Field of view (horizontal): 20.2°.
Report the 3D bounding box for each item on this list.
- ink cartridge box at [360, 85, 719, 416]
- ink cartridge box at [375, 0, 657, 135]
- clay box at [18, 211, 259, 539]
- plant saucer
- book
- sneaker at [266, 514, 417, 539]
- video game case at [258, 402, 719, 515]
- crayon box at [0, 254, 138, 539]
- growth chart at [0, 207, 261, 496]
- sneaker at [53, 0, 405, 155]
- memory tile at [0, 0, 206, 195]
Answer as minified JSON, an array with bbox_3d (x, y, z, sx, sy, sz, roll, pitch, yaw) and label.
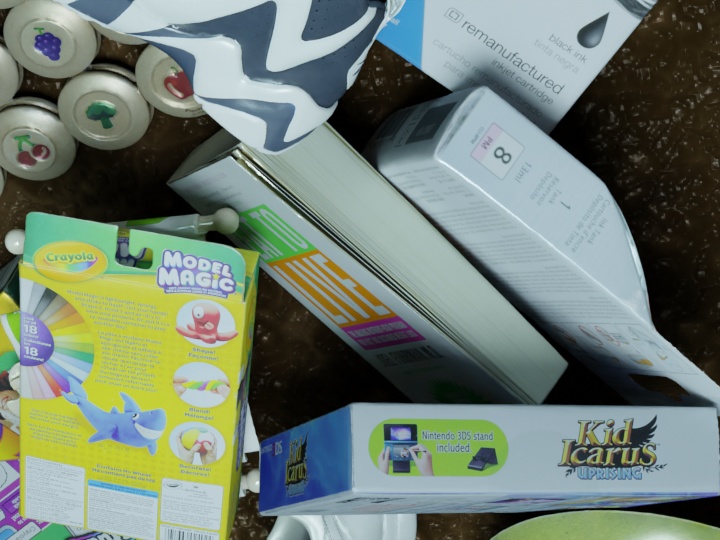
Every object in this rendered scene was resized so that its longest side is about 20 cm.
[{"bbox_3d":[0.099,-0.008,0.989,0.200,0.163,0.057,34,82,-11],"label":"ink cartridge box"},{"bbox_3d":[0.085,-0.182,0.931,0.146,0.086,0.200,33,122,-7],"label":"ink cartridge box"},{"bbox_3d":[-0.114,0.050,1.032,0.115,0.048,0.200,10,126,3],"label":"clay box"},{"bbox_3d":[0.160,0.194,1.114,0.200,0.031,0.200,11,147,7],"label":"plant saucer"},{"bbox_3d":[0.000,0.000,1.044,0.200,0.048,0.134,41,161,-12],"label":"book"},{"bbox_3d":[-0.027,0.194,1.162,0.099,0.075,0.200,-9,118,-29],"label":"sneaker"},{"bbox_3d":[0.057,0.097,1.014,0.181,0.200,0.046,2,80,-15],"label":"video game case"},{"bbox_3d":[-0.200,0.108,1.176,0.200,0.058,0.173,-37,108,27],"label":"crayon box"},{"bbox_3d":[-0.123,0.054,1.076,0.144,0.018,0.200,0,125,10],"label":"growth chart"},{"bbox_3d":[-0.064,-0.154,0.885,0.199,0.080,0.130,41,116,-14],"label":"sneaker"},{"bbox_3d":[-0.182,-0.112,1.053,0.200,0.017,0.153,-21,124,23],"label":"memory tile"}]
